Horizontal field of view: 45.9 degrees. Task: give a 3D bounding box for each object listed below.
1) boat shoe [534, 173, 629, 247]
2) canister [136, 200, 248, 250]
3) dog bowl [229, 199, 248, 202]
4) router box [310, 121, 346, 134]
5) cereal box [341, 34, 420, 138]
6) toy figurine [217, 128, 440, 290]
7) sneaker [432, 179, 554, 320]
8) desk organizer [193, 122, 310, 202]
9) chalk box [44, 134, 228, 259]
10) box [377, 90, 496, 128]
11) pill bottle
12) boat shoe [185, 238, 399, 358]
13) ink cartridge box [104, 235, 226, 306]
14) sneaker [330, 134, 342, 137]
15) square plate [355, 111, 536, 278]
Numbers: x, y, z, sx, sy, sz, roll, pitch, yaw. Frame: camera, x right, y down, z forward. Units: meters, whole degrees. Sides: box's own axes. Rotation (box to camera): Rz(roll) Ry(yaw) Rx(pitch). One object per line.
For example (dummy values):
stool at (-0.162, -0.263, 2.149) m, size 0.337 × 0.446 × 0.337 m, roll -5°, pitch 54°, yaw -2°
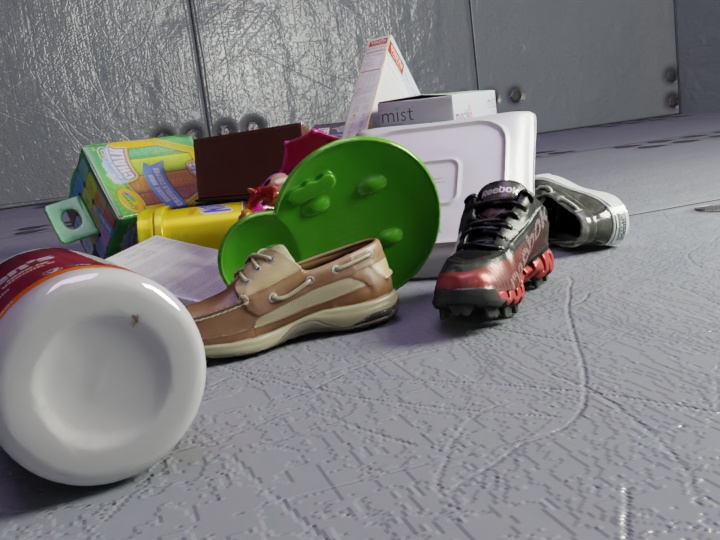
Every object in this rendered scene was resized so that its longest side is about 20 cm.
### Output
boat shoe at (0.205, -0.065, 0.931) m, size 0.064 × 0.071 × 0.200 m, roll -10°, pitch 12°, yaw -20°
canister at (-0.143, -0.038, 0.974) m, size 0.200 × 0.087 × 0.149 m, roll -7°, pitch 8°, yaw -7°
dog bowl at (-0.153, -0.107, 1.212) m, size 0.200 × 0.112 × 0.050 m, roll 13°, pitch 20°, yaw -19°
router box at (0.036, -0.144, 1.229) m, size 0.200 × 0.150 × 0.062 m, roll -4°, pitch 49°, yaw 11°
cereal box at (0.033, -0.172, 1.056) m, size 0.039 × 0.144 × 0.200 m, roll -7°, pitch 50°, yaw 25°
toy figurine at (-0.048, -0.062, 0.801) m, size 0.200 × 0.150 × 0.184 m, roll -23°, pitch 26°, yaw -7°
sneaker at (0.106, -0.021, 0.687) m, size 0.071 × 0.098 × 0.200 m, roll 0°, pitch 14°, yaw 26°
desk organizer at (-0.110, -0.125, 0.998) m, size 0.200 × 0.077 × 0.072 m, roll 1°, pitch 8°, yaw 43°
chalk box at (-0.295, -0.083, 1.089) m, size 0.200 × 0.124 × 0.124 m, roll -15°, pitch -27°, yaw -39°
box at (0.103, -0.127, 1.038) m, size 0.097 × 0.177 × 0.200 m, roll -1°, pitch 11°, yaw 23°
pill bottle at (-0.172, 0.044, 0.494) m, size 0.109 × 0.110 × 0.200 m, roll -13°, pitch 12°, yaw -29°
boat shoe at (-0.067, 0.017, 0.663) m, size 0.200 × 0.074 × 0.076 m, roll -12°, pitch 11°, yaw -24°
ink cartridge box at (-0.140, 0.023, 0.799) m, size 0.200 × 0.050 × 0.161 m, roll 15°, pitch 17°, yaw 9°
sneaker at (-0.099, -0.143, 1.088) m, size 0.200 × 0.078 × 0.090 m, roll -6°, pitch 2°, yaw 27°
square plate at (0.077, -0.082, 0.864) m, size 0.200 × 0.198 × 0.028 m, roll -4°, pitch -33°, yaw 18°
